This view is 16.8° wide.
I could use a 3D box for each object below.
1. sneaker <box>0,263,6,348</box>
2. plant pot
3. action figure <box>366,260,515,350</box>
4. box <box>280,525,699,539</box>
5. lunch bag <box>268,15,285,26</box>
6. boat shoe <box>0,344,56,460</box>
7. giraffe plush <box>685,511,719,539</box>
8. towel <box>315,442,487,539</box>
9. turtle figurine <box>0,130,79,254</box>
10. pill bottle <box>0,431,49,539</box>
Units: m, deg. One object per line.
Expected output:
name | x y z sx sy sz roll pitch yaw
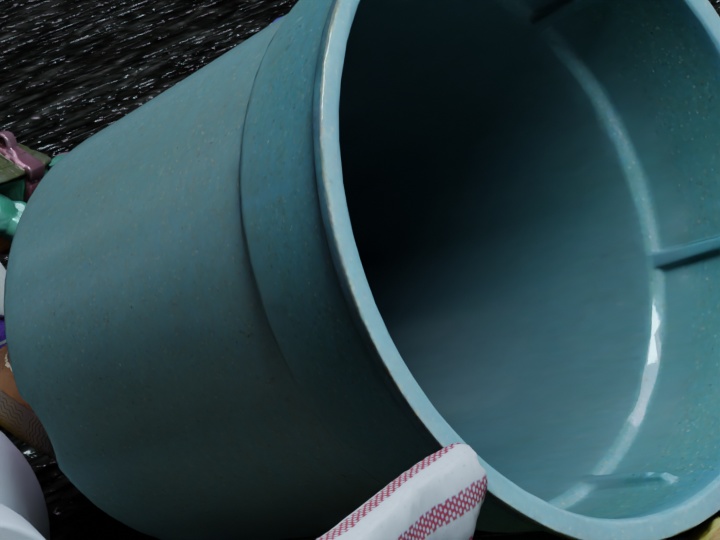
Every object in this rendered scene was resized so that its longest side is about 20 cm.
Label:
sneaker | -0.227 0.048 1.017 0.199 0.084 0.081 -15 38 21
plant pot | 0.000 0.000 0.772 0.196 0.201 0.200 -17 11 45
action figure | 0.069 0.021 0.881 0.200 0.055 0.118 21 31 30
box | 0.038 0.101 0.856 0.199 0.051 0.158 -6 25 4
lunch bag | 0.058 -0.080 1.163 0.199 0.083 0.161 9 13 20
boat shoe | -0.084 0.025 0.947 0.076 0.072 0.200 31 16 12
giraffe plush | 0.126 0.132 0.692 0.200 0.173 0.162 -43 16 3
towel | -0.022 0.151 0.595 0.030 0.201 0.146 25 37 24
turtle figurine | -0.161 -0.015 1.098 0.149 0.101 0.200 11 26 37
pill bottle | -0.178 0.087 0.867 0.112 0.112 0.200 -19 28 -25
